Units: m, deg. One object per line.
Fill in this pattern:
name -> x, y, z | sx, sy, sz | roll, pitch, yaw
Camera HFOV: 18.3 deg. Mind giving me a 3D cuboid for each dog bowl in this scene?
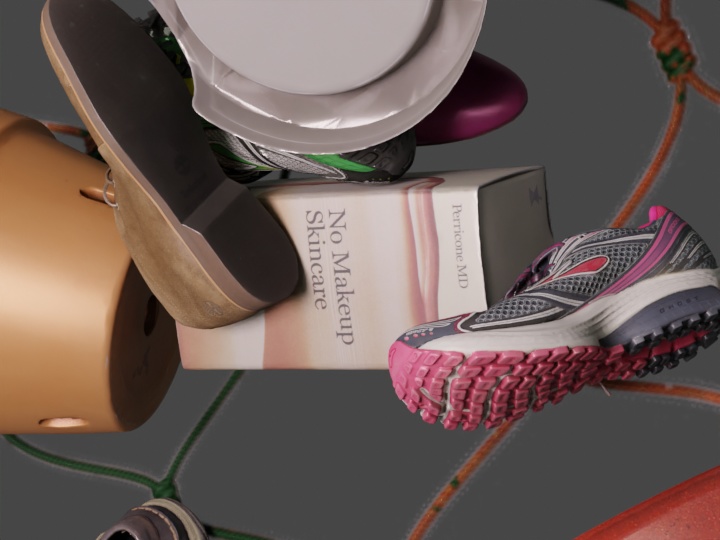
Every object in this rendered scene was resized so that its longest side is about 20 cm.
dog bowl -> -0.025, -0.161, 1.105 | 0.200, 0.059, 0.200 | 7, 115, 16

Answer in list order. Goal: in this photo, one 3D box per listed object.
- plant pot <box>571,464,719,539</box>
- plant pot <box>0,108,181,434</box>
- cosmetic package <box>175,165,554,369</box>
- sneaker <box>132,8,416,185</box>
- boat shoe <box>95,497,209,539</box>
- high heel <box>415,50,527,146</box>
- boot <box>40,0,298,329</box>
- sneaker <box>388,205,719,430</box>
plant pot -> 0.236, 0.168, 1.035 | 0.176, 0.200, 0.200 | -38, 68, 9
plant pot -> -0.182, 0.011, 1.295 | 0.140, 0.200, 0.200 | 11, 92, 14
cosmetic package -> 0.000, 0.000, 1.225 | 0.200, 0.087, 0.104 | -3, 98, 30
sneaker -> -0.047, -0.085, 1.226 | 0.200, 0.078, 0.085 | 22, 142, 37
boat shoe -> -0.160, 0.226, 1.321 | 0.074, 0.073, 0.200 | 25, 99, 30
high heel -> -0.004, -0.126, 1.236 | 0.200, 0.096, 0.067 | 9, 55, 32
boot -> -0.119, -0.055, 1.185 | 0.075, 0.074, 0.200 | -28, 97, 43
sneaker -> 0.097, 0.024, 1.130 | 0.075, 0.200, 0.081 | 62, 146, 21
